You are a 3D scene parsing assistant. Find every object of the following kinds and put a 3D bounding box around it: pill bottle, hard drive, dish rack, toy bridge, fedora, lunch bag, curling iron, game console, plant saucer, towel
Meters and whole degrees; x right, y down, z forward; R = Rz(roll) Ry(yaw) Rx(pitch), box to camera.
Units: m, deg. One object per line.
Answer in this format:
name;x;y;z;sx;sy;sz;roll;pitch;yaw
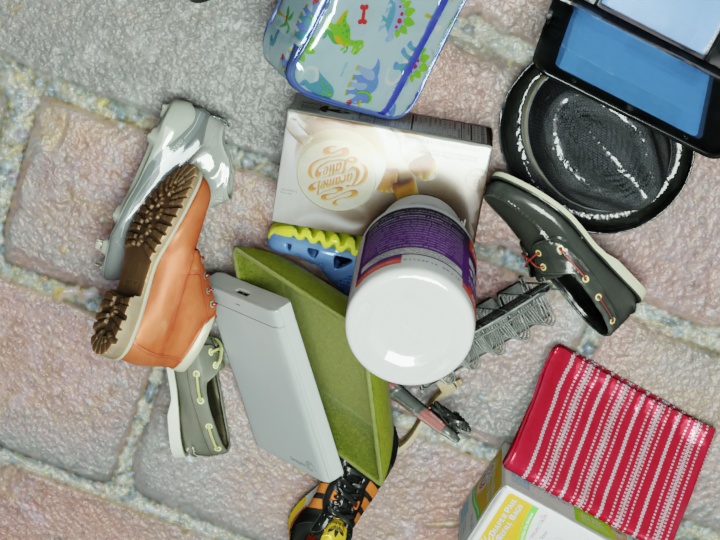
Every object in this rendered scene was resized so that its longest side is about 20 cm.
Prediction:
pill bottle;0.049;0.008;1.251;0.111;0.200;0.112;2;116;4
hard drive;-0.088;0.107;1.398;0.027;0.132;0.201;-31;120;-29
dish rack;0.119;0.059;1.337;0.153;0.200;0.055;-31;91;-4
toy bridge;0.021;0.164;1.470;0.199;0.027;0.067;-30;104;11
fedora;0.230;-0.119;1.339;0.199;0.092;0.202;1;106;4
lunch bag;0.016;-0.248;1.297;0.160;0.082;0.201;16;111;-39
curling iron;0.027;0.116;1.425;0.199;0.050;0.026;32;95;15
game console;0.282;-0.230;1.293;0.199;0.116;0.176;26;106;-4
plant saucer;-0.036;0.082;1.371;0.048;0.200;0.201;-31;133;-29
towel;0.256;0.180;1.427;0.199;0.022;0.145;28;75;-5

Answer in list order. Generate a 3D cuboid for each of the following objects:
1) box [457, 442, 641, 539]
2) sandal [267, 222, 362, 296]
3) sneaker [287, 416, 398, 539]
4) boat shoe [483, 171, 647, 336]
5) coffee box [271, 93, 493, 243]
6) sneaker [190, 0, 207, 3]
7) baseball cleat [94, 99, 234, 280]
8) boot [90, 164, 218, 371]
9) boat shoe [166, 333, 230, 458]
box;0.208;0.284;1.448;0.199;0.113;0.102;29;107;-5
sandal;0.000;0.000;1.400;0.199;0.080;0.087;17;110;0
sneaker;-0.016;0.239;1.440;0.070;0.090;0.201;23;119;-14
boat shoe;0.194;-0.017;1.376;0.201;0.074;0.063;43;79;-13
coffee box;0.022;-0.094;1.367;0.199;0.080;0.115;11;109;1
sneaker;-0.090;-0.331;1.313;0.199;0.074;0.081;-28;99;9
baseball cleat;-0.189;-0.066;1.395;0.106;0.070;0.201;24;107;-3
boot;-0.177;0.001;1.357;0.107;0.075;0.201;22;90;-33
boat shoe;-0.168;0.100;1.442;0.060;0.072;0.203;1;111;4
